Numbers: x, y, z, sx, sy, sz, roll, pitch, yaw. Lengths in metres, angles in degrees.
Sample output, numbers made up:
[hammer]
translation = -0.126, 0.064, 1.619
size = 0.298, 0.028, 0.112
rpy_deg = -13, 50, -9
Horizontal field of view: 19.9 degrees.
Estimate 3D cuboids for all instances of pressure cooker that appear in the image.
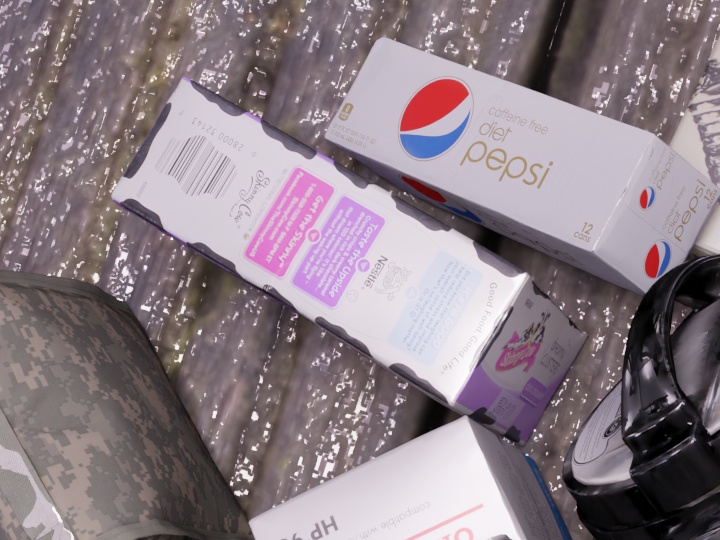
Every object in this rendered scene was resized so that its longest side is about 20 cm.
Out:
[pressure cooker]
translation = 0.189, 0.087, 0.908
size = 0.179, 0.176, 0.200
rpy_deg = -42, 100, -11

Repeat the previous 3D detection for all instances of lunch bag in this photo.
[lunch bag]
translation = -0.154, 0.092, 1.017
size = 0.117, 0.200, 0.165
rpy_deg = -33, 72, 6

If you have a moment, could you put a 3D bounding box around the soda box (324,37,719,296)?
[soda box]
translation = 0.076, -0.053, 1.013
size = 0.200, 0.068, 0.064
rpy_deg = 25, 85, 45

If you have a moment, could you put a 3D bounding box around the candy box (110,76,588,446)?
[candy box]
translation = 0.000, 0.000, 1.010
size = 0.199, 0.168, 0.072
rpy_deg = 30, 88, 20

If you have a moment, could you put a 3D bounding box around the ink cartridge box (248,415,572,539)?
[ink cartridge box]
translation = 0.026, 0.128, 0.958
size = 0.116, 0.200, 0.068
rpy_deg = -27, 72, 8

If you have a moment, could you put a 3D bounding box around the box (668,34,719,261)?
[box]
translation = 0.216, -0.092, 1.023
size = 0.082, 0.068, 0.201
rpy_deg = 22, 85, 20
